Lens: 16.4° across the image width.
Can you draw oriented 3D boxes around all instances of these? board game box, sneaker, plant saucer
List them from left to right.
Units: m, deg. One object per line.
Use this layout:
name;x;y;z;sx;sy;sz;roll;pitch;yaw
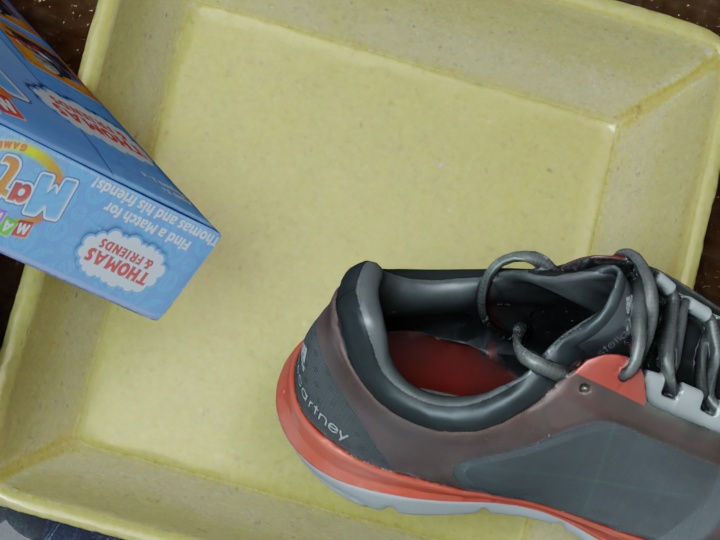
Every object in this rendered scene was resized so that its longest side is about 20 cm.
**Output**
board game box;-0.143;-0.075;0.693;0.037;0.151;0.200;-53;49;9
plant saucer;0.000;0.000;0.768;0.199;0.048;0.201;16;78;-6
sneaker;0.079;0.035;0.700;0.199;0.082;0.077;3;55;-9

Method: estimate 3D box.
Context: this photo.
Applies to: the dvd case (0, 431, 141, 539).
dvd case;-0.129;0.141;0.757;0.145;0.022;0.201;30;80;4
